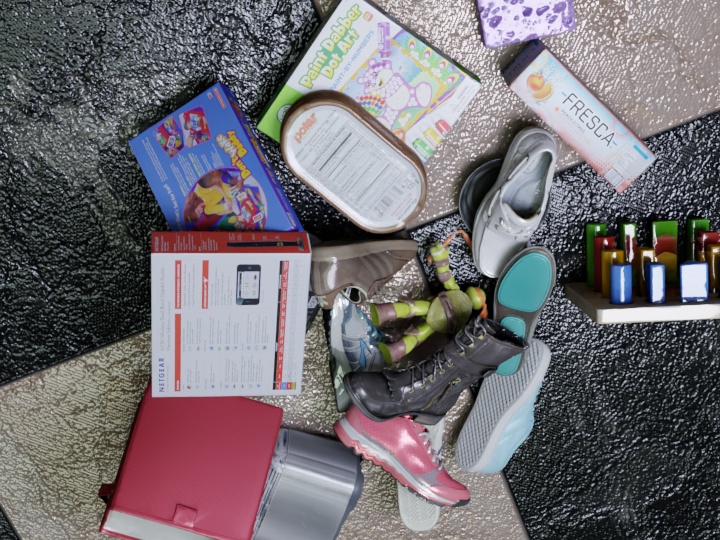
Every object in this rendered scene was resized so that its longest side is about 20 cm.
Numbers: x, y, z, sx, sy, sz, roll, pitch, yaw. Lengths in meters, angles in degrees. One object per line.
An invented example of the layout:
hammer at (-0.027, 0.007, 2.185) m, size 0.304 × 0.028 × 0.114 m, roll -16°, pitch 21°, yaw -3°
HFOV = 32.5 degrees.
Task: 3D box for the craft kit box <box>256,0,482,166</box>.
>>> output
craft kit box at (0.010, -0.201, 1.475) m, size 0.197 × 0.049 × 0.201 m, roll 33°, pitch 108°, yaw -12°

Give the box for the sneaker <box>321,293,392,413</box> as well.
sneaker at (-0.002, 0.087, 1.587) m, size 0.085 × 0.078 × 0.202 m, roll -9°, pitch 123°, yaw -5°

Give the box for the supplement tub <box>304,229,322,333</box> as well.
supplement tub at (-0.119, 0.048, 1.532) m, size 0.122 × 0.123 × 0.201 m, roll 24°, pitch 109°, yaw -12°

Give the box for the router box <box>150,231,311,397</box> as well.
router box at (-0.151, 0.052, 1.420) m, size 0.178 × 0.049 × 0.202 m, roll 1°, pitch 123°, yaw -9°

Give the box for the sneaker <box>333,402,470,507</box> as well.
sneaker at (0.065, 0.226, 1.572) m, size 0.199 × 0.074 × 0.087 m, roll 34°, pitch 94°, yaw 0°

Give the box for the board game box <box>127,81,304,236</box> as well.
board game box at (-0.171, -0.099, 1.453) m, size 0.134 × 0.045 × 0.201 m, roll -30°, pitch 77°, yaw 11°

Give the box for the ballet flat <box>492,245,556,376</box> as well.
ballet flat at (0.197, 0.041, 1.547) m, size 0.067 × 0.064 × 0.201 m, roll 16°, pitch 124°, yaw 5°

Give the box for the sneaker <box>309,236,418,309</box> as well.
sneaker at (0.000, 0.000, 1.488) m, size 0.070 × 0.199 × 0.076 m, roll 6°, pitch 97°, yaw 36°

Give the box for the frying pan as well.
frying pan at (0.206, -0.066, 1.545) m, size 0.190 × 0.031 × 0.115 m, roll 38°, pitch 108°, yaw -20°

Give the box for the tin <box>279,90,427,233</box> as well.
tin at (-0.007, -0.127, 1.464) m, size 0.199 × 0.042 × 0.112 m, roll 38°, pitch 103°, yaw -16°

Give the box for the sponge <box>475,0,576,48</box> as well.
sponge at (0.178, -0.364, 1.418) m, size 0.110 × 0.030 × 0.202 m, roll -12°, pitch 112°, yaw 3°

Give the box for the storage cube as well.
storage cube at (-0.215, 0.251, 1.550) m, size 0.198 × 0.181 × 0.171 m, roll 18°, pitch 156°, yaw -9°

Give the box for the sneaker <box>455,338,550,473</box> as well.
sneaker at (0.201, 0.181, 1.642) m, size 0.082 × 0.074 × 0.201 m, roll 18°, pitch 109°, yaw -42°

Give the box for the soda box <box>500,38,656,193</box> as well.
soda box at (0.261, -0.185, 1.476) m, size 0.200 × 0.069 × 0.064 m, roll 41°, pitch 106°, yaw -18°

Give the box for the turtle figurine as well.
turtle figurine at (0.099, 0.062, 1.554) m, size 0.160 × 0.064 × 0.202 m, roll -21°, pitch 118°, yaw -16°

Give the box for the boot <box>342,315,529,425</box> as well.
boot at (0.092, 0.111, 1.499) m, size 0.199 × 0.070 × 0.174 m, roll 13°, pitch 132°, yaw -45°

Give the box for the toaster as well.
toaster at (-0.077, 0.295, 1.642) m, size 0.128 × 0.114 × 0.201 m, roll 19°, pitch 115°, yaw -11°

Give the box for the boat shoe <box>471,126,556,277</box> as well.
boat shoe at (0.185, -0.072, 1.489) m, size 0.070 × 0.069 × 0.202 m, roll 11°, pitch 116°, yaw -10°

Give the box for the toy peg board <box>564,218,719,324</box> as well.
toy peg board at (0.362, -0.005, 1.498) m, size 0.198 × 0.199 × 0.099 m, roll -3°, pitch 98°, yaw -1°

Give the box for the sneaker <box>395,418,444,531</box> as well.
sneaker at (0.077, 0.242, 1.657) m, size 0.074 × 0.085 × 0.202 m, roll 2°, pitch 89°, yaw 7°
